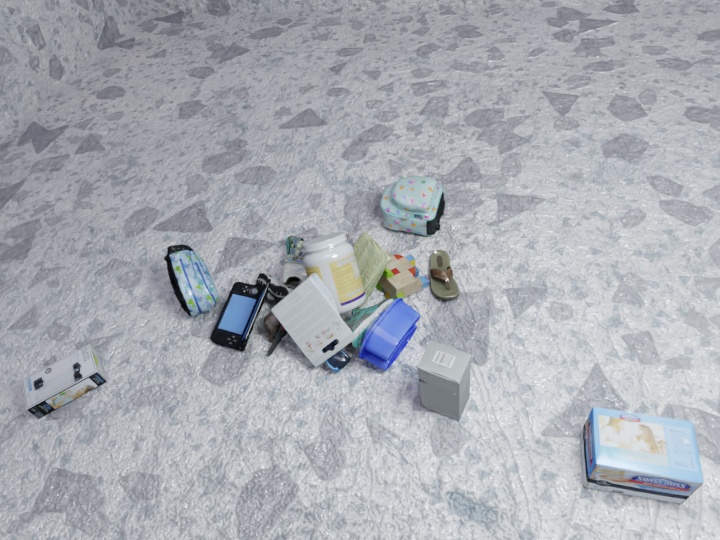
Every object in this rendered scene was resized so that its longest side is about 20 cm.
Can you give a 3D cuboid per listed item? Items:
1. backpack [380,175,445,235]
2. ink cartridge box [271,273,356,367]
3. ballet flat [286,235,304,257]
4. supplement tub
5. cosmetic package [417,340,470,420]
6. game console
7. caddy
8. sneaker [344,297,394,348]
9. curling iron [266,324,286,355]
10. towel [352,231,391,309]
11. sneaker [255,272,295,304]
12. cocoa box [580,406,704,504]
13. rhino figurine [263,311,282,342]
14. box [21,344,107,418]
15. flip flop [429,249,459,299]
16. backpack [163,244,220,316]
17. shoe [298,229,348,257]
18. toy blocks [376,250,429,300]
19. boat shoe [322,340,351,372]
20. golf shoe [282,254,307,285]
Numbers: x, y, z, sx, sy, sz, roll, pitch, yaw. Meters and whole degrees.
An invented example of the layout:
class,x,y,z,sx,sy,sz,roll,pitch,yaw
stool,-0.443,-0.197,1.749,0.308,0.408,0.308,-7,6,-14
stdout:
class,x,y,z,sx,sy,sz,roll,pitch,yaw
backpack,0.164,-0.217,1.675,0.199,0.154,0.177,5,55,22
ink cartridge box,-0.120,0.133,1.358,0.160,0.200,0.047,-38,0,24
ballet flat,-0.207,-0.040,1.636,0.074,0.075,0.201,-7,48,4
supplement tub,-0.075,0.007,1.410,0.144,0.201,0.145,-15,11,3
cosmetic package,0.201,0.265,1.215,0.106,0.201,0.090,15,51,25
game console,-0.345,0.116,1.464,0.175,0.117,0.201,12,67,20
caddy,0.072,0.163,1.355,0.105,0.142,0.200,32,60,18
sneaker,0.019,0.129,1.434,0.091,0.078,0.200,27,45,31
curling iron,-0.201,0.160,1.424,0.050,0.026,0.200,40,98,9
towel,0.000,0.000,1.510,0.036,0.201,0.148,11,28,-45
sneaker,-0.251,0.065,1.565,0.199,0.080,0.074,27,101,42
cocoa box,0.586,0.390,1.081,0.198,0.132,0.134,6,50,14
rhino figurine,-0.190,0.126,1.477,0.199,0.088,0.060,-29,51,-15
box,-0.838,0.311,1.448,0.199,0.060,0.117,-28,51,-14
flip flop,0.246,0.006,1.524,0.080,0.058,0.201,-5,49,5
backpack,-0.517,0.041,1.569,0.153,0.164,0.201,-6,53,-15
shoe,-0.098,-0.056,1.638,0.199,0.071,0.091,-29,79,-36
toy blocks,0.118,0.004,1.538,0.136,0.100,0.200,-22,49,-25
boat shoe,-0.083,0.186,1.418,0.068,0.084,0.201,-34,64,5
golf shoe,-0.137,0.014,1.515,0.198,0.078,0.098,3,62,13
